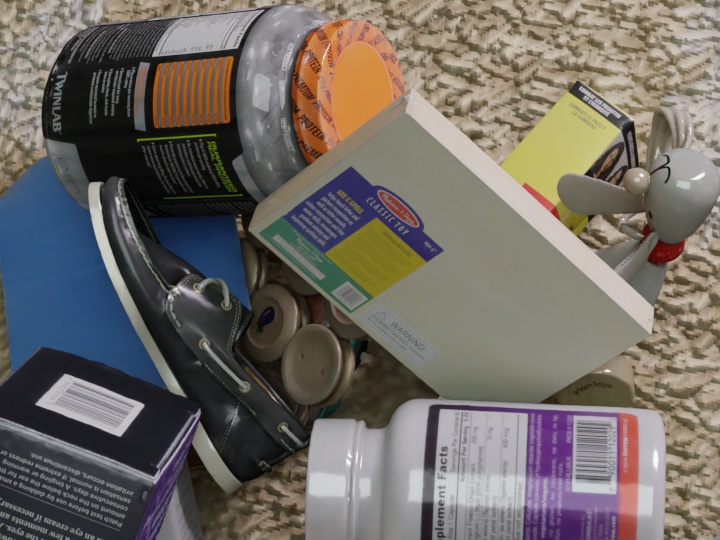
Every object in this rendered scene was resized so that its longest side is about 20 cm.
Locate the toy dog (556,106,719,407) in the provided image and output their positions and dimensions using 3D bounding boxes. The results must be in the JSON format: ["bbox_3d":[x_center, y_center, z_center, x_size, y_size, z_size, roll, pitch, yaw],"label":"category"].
[{"bbox_3d":[0.138,-0.003,1.226,0.096,0.132,0.201,8,119,-12],"label":"toy dog"}]

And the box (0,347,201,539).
[{"bbox_3d":[-0.175,0.163,1.098,0.104,0.148,0.201,20,103,1],"label":"box"}]

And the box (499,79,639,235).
[{"bbox_3d":[0.095,-0.023,1.291,0.050,0.075,0.200,39,79,22],"label":"box"}]

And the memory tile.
[{"bbox_3d":[-0.043,-0.024,1.260,0.200,0.017,0.154,45,111,38],"label":"memory tile"}]

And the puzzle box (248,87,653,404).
[{"bbox_3d":[0.052,-0.001,1.143,0.200,0.133,0.025,41,37,-21],"label":"puzzle box"}]

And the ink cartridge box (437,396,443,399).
[{"bbox_3d":[0.062,0.177,1.244,0.148,0.076,0.200,41,86,11],"label":"ink cartridge box"}]

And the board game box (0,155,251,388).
[{"bbox_3d":[-0.148,0.002,1.295,0.157,0.039,0.201,-15,61,6],"label":"board game box"}]

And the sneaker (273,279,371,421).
[{"bbox_3d":[0.000,0.000,1.291,0.080,0.071,0.201,9,92,-31],"label":"sneaker"}]

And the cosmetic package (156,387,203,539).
[{"bbox_3d":[-0.145,0.180,1.209,0.101,0.074,0.201,-11,101,6],"label":"cosmetic package"}]

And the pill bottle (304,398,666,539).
[{"bbox_3d":[0.071,0.130,1.157,0.199,0.111,0.112,3,75,5],"label":"pill bottle"}]

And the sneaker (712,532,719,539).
[{"bbox_3d":[0.215,0.199,1.174,0.076,0.200,0.081,-44,78,22],"label":"sneaker"}]

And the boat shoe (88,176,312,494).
[{"bbox_3d":[-0.097,0.029,1.191,0.067,0.072,0.201,-27,96,6],"label":"boat shoe"}]

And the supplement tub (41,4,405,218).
[{"bbox_3d":[-0.080,-0.094,1.207,0.199,0.122,0.123,0,73,33],"label":"supplement tub"}]

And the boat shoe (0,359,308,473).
[{"bbox_3d":[-0.130,0.099,1.275,0.199,0.068,0.072,1,41,6],"label":"boat shoe"}]
